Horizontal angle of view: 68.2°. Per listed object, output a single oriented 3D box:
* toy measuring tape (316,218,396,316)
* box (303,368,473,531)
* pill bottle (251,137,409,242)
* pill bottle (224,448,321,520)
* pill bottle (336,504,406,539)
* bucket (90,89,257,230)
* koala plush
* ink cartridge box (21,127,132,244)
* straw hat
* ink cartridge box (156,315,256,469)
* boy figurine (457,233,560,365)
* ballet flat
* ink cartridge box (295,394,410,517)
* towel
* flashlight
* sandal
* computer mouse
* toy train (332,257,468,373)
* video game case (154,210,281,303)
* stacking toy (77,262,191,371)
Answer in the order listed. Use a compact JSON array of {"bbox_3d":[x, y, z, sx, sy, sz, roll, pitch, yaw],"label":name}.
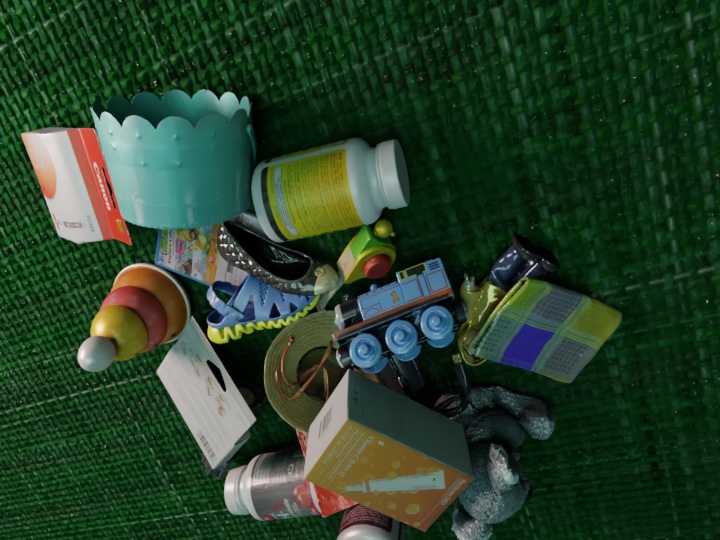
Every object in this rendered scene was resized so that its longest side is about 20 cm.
[{"bbox_3d":[0.000,0.000,0.786,0.073,0.074,0.201,32,128,-3],"label":"toy measuring tape"},{"bbox_3d":[0.037,0.249,0.734,0.196,0.098,0.126,28,115,-13],"label":"box"},{"bbox_3d":[-0.037,-0.110,0.713,0.194,0.113,0.115,-9,112,17],"label":"pill bottle"},{"bbox_3d":[-0.141,0.384,0.954,0.195,0.111,0.113,-14,110,18],"label":"pill bottle"},{"bbox_3d":[0.021,0.437,0.891,0.111,0.201,0.117,5,115,10],"label":"pill bottle"},{"bbox_3d":[-0.233,-0.151,0.694,0.201,0.208,0.138,6,117,9],"label":"bucket"},{"bbox_3d":[0.186,0.288,0.790,0.179,0.201,0.181,22,117,2],"label":"koala plush"},{"bbox_3d":[-0.412,-0.118,0.768,0.197,0.050,0.167,16,123,45],"label":"ink cartridge box"},{"bbox_3d":[-0.059,0.166,0.851,0.198,0.204,0.085,32,158,-4],"label":"straw hat"},{"bbox_3d":[-0.247,0.198,0.880,0.202,0.043,0.174,53,124,15],"label":"ink cartridge box"},{"bbox_3d":[0.192,0.048,0.760,0.122,0.065,0.203,27,114,-8],"label":"boy figurine"},{"bbox_3d":[-0.124,-0.015,0.772,0.195,0.067,0.058,20,141,9],"label":"ballet flat"},{"bbox_3d":[0.006,0.294,0.857,0.195,0.050,0.167,-18,88,-4],"label":"ink cartridge box"},{"bbox_3d":[0.264,0.088,0.746,0.196,0.023,0.145,20,118,-24],"label":"towel"},{"bbox_3d":[-0.239,0.287,0.963,0.067,0.068,0.202,27,121,-6],"label":"flashlight"},{"bbox_3d":[-0.153,0.042,0.806,0.195,0.080,0.089,-19,117,0],"label":"sandal"},{"bbox_3d":[0.081,0.138,0.794,0.137,0.046,0.205,-22,80,12],"label":"computer mouse"},{"bbox_3d":[0.050,0.067,0.750,0.195,0.087,0.117,-21,69,5],"label":"toy train"},{"bbox_3d":[-0.224,-0.040,0.838,0.195,0.018,0.146,21,117,2],"label":"video game case"},{"bbox_3d":[-0.368,0.091,0.825,0.142,0.201,0.150,5,115,10],"label":"stacking toy"}]
